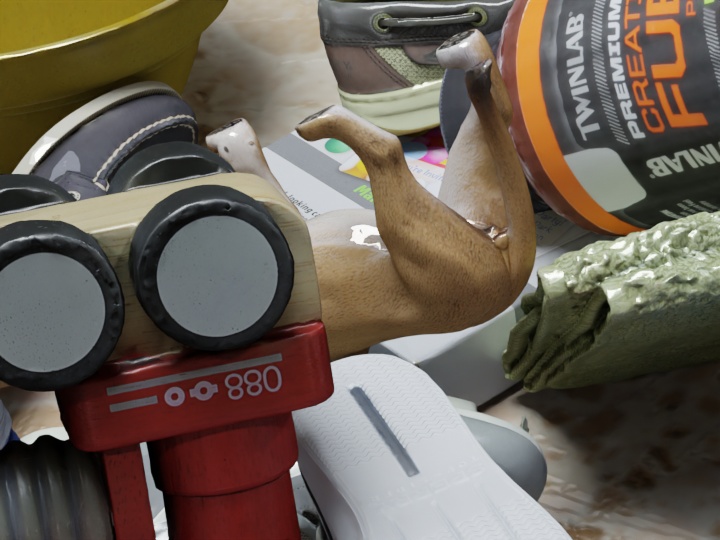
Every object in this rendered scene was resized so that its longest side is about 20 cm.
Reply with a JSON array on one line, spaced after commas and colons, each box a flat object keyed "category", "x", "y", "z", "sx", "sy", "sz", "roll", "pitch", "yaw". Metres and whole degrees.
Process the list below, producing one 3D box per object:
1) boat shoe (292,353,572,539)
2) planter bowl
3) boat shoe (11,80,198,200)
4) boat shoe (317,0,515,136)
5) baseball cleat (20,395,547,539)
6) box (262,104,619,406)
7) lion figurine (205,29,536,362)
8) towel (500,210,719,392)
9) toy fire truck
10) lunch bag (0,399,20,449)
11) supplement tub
[{"category": "boat shoe", "x": 0.031, "y": 0.103, "z": 0.893, "sx": 0.072, "sy": 0.071, "sz": 0.200, "roll": -18, "pitch": 35, "yaw": -5}, {"category": "planter bowl", "x": -0.136, "y": -0.094, "z": 1.251, "sx": 0.200, "sy": 0.084, "sz": 0.200, "roll": -8, "pitch": 28, "yaw": 4}, {"category": "boat shoe", "x": -0.119, "y": 0.002, "z": 1.150, "sx": 0.063, "sy": 0.073, "sz": 0.200, "roll": 29, "pitch": 53, "yaw": 23}, {"category": "boat shoe", "x": 0.079, "y": -0.115, "z": 1.164, "sx": 0.201, "sy": 0.066, "sz": 0.072, "roll": -21, "pitch": 31, "yaw": 5}, {"category": "baseball cleat", "x": -0.037, "y": 0.097, "z": 1.011, "sx": 0.200, "sy": 0.070, "sz": 0.106, "roll": -6, "pitch": 43, "yaw": 18}, {"category": "box", "x": 0.051, "y": -0.027, "z": 1.171, "sx": 0.200, "sy": 0.041, "sz": 0.156, "roll": -28, "pitch": 41, "yaw": -27}, {"category": "lion figurine", "x": 0.000, "y": 0.000, "z": 1.018, "sx": 0.200, "sy": 0.123, "sz": 0.072, "roll": -16, "pitch": 16, "yaw": 49}, {"category": "towel", "x": 0.150, "y": 0.000, "z": 1.041, "sx": 0.200, "sy": 0.148, "sz": 0.037, "roll": -11, "pitch": 79, "yaw": -8}, {"category": "toy fire truck", "x": -0.094, "y": 0.074, "z": 0.896, "sx": 0.176, "sy": 0.200, "sz": 0.129, "roll": -12, "pitch": 14, "yaw": -9}, {"category": "lunch bag", "x": -0.221, "y": 0.065, "z": 1.006, "sx": 0.200, "sy": 0.132, "sz": 0.136, "roll": -4, "pitch": 28, "yaw": 36}, {"category": "supplement tub", "x": 0.123, "y": -0.071, "z": 1.055, "sx": 0.200, "sy": 0.107, "sz": 0.107, "roll": -15, "pitch": 25, "yaw": 43}]
